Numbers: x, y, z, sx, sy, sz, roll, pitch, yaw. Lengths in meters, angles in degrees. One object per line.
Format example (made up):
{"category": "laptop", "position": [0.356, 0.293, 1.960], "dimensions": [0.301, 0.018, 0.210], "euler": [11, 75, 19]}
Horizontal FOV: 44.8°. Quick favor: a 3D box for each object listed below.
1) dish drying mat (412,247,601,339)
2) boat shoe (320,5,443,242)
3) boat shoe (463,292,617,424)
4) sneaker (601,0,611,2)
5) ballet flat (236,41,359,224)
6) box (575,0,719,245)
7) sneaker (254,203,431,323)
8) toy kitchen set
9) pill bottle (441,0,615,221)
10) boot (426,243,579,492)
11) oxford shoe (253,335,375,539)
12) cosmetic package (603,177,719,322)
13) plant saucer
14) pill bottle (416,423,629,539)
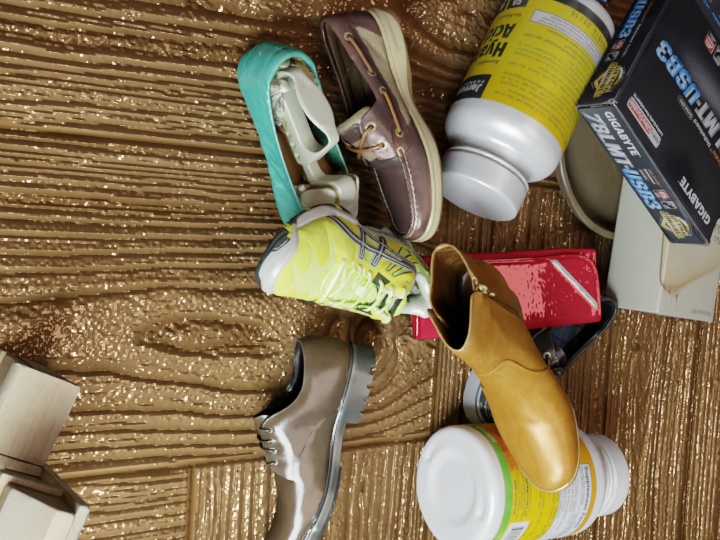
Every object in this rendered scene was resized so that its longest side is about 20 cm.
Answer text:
{"category": "dish drying mat", "position": [0.141, 0.020, 0.834], "dimensions": [0.199, 0.018, 0.077], "euler": [-4, 91, -21]}
{"category": "boat shoe", "position": [0.011, -0.118, 0.721], "dimensions": [0.072, 0.072, 0.201], "euler": [-12, 90, -30]}
{"category": "boat shoe", "position": [0.181, 0.082, 0.874], "dimensions": [0.200, 0.057, 0.069], "euler": [-41, 116, -25]}
{"category": "sneaker", "position": [0.221, -0.296, 0.804], "dimensions": [0.078, 0.070, 0.200], "euler": [-61, 171, 23]}
{"category": "ballet flat", "position": [-0.039, -0.085, 0.698], "dimensions": [0.067, 0.070, 0.201], "euler": [-32, 112, -28]}
{"category": "box", "position": [0.305, -0.161, 0.820], "dimensions": [0.200, 0.050, 0.199], "euler": [44, 66, -30]}
{"category": "sneaker", "position": [0.000, 0.000, 0.687], "dimensions": [0.200, 0.076, 0.076], "euler": [0, 127, -54]}
{"category": "toy kitchen set", "position": [-0.276, 0.133, 0.499], "dimensions": [0.180, 0.163, 0.201], "euler": [29, 78, -33]}
{"category": "pill bottle", "position": [0.144, -0.151, 0.793], "dimensions": [0.111, 0.111, 0.201], "euler": [35, 75, -32]}
{"category": "boot", "position": [0.111, 0.083, 0.721], "dimensions": [0.144, 0.071, 0.202], "euler": [24, 46, -57]}
{"category": "oxford shoe", "position": [-0.056, 0.149, 0.720], "dimensions": [0.084, 0.073, 0.201], "euler": [16, 83, -18]}
{"category": "cosmetic package", "position": [0.328, -0.052, 0.921], "dimensions": [0.103, 0.073, 0.201], "euler": [8, 89, -35]}
{"category": "plant saucer", "position": [0.272, -0.134, 0.934], "dimensions": [0.199, 0.029, 0.201], "euler": [-3, 96, -34]}
{"category": "pill bottle", "position": [0.162, 0.201, 0.839], "dimensions": [0.199, 0.111, 0.112], "euler": [5, 92, -35]}
